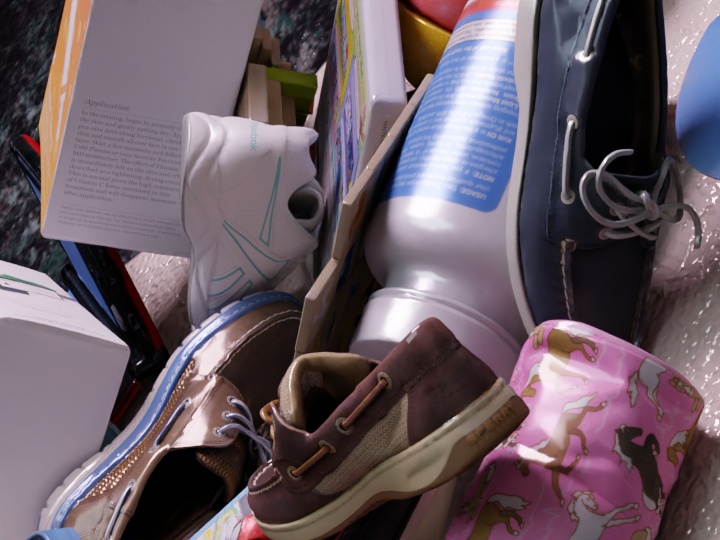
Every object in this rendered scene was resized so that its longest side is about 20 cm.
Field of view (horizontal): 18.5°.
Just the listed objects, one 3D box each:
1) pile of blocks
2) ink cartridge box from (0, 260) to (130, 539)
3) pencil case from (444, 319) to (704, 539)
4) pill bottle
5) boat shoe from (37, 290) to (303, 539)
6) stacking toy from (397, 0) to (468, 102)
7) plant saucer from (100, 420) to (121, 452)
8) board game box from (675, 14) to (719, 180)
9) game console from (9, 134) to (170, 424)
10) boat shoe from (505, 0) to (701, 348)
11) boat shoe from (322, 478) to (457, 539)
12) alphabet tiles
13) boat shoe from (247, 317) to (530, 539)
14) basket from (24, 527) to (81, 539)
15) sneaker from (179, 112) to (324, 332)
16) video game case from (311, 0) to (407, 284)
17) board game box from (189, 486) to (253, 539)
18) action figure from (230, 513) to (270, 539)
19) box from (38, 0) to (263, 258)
[{"bbox_3d":[-0.052,-0.113,1.340,0.200,0.062,0.082,-111,33,-62],"label":"pile of blocks"},{"bbox_3d":[-0.217,0.080,1.296,0.200,0.084,0.147,27,101,65],"label":"ink cartridge box"},{"bbox_3d":[0.074,0.120,0.940,0.201,0.086,0.083,-63,12,-17],"label":"pencil case"},{"bbox_3d":[0.068,-0.032,1.085,0.112,0.112,0.201,-8,52,54],"label":"pill bottle"},{"bbox_3d":[-0.085,0.098,1.219,0.200,0.072,0.072,-50,40,-13],"label":"boat shoe"},{"bbox_3d":[0.060,-0.143,1.229,0.201,0.146,0.146,-63,25,16],"label":"stacking toy"},{"bbox_3d":[-0.189,0.183,1.320,0.200,0.036,0.200,-36,35,31],"label":"plant saucer"},{"bbox_3d":[0.230,-0.110,1.002,0.200,0.039,0.158,-43,23,16],"label":"board game box"},{"bbox_3d":[-0.211,0.029,1.451,0.118,0.173,0.200,-30,27,-10],"label":"game console"},{"bbox_3d":[0.113,-0.045,1.006,0.062,0.075,0.201,3,93,50],"label":"boat shoe"},{"bbox_3d":[-0.002,0.136,1.011,0.202,0.063,0.074,-60,-20,-43],"label":"boat shoe"},{"bbox_3d":[0.000,0.000,1.125,0.200,0.006,0.167,-59,-15,-52],"label":"alphabet tiles"},{"bbox_3d":[-0.004,0.065,0.960,0.072,0.072,0.200,-39,5,-28],"label":"boat shoe"},{"bbox_3d":[-0.165,0.230,1.097,0.200,0.139,0.177,-30,65,55],"label":"basket"},{"bbox_3d":[-0.060,-0.014,1.254,0.201,0.080,0.071,94,174,-57],"label":"sneaker"},{"bbox_3d":[-0.003,-0.079,1.241,0.200,0.022,0.183,-93,12,-50],"label":"video game case"},{"bbox_3d":[-0.048,0.190,1.102,0.134,0.034,0.200,-43,30,21],"label":"board game box"},{"bbox_3d":[-0.063,0.199,1.012,0.052,0.065,0.201,-12,48,30],"label":"action figure"},{"bbox_3d":[-0.126,-0.128,1.313,0.125,0.097,0.201,-102,25,-53],"label":"box"}]
